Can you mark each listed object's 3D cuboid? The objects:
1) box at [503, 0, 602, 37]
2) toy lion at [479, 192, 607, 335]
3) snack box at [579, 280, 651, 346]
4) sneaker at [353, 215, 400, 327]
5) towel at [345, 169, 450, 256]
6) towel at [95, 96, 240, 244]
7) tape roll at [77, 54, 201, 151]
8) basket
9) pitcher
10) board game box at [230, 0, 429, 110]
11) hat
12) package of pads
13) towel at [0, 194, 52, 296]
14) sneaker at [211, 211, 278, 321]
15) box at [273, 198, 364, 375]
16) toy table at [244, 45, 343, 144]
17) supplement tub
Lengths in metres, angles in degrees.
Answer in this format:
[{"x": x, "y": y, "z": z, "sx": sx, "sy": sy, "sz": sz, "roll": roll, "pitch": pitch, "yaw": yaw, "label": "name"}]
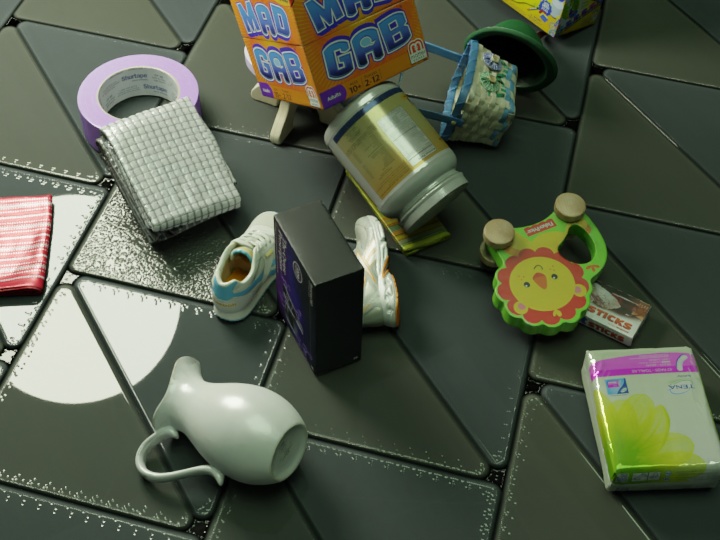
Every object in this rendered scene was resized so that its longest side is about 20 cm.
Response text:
[{"x": 0.349, "y": -0.570, "z": 2.051, "sx": 0.122, "sy": 0.193, "sz": 0.200, "roll": -24, "pitch": 54, "yaw": -34, "label": "box"}, {"x": 0.277, "y": -0.001, "z": 1.645, "sx": 0.199, "sy": 0.069, "sz": 0.192, "roll": -21, "pitch": 61, "yaw": -17, "label": "toy lion"}, {"x": 0.324, "y": 0.039, "z": 1.662, "sx": 0.199, "sy": 0.024, "sz": 0.072, "roll": 26, "pitch": 56, "yaw": 19, "label": "snack box"}, {"x": 0.000, "y": 0.000, "z": 1.657, "sx": 0.092, "sy": 0.076, "sz": 0.201, "roll": -9, "pitch": 50, "yaw": -3, "label": "sneaker"}, {"x": 0.057, "y": -0.105, "z": 1.782, "sx": 0.086, "sy": 0.018, "sz": 0.200, "roll": -19, "pitch": 53, "yaw": -22, "label": "towel"}, {"x": -0.295, "y": -0.152, "z": 1.736, "sx": 0.165, "sy": 0.086, "sz": 0.200, "roll": -24, "pitch": 78, "yaw": -29, "label": "towel"}, {"x": -0.368, "y": -0.272, "z": 1.875, "sx": 0.199, "sy": 0.066, "sz": 0.201, "roll": 0, "pitch": 51, "yaw": -1, "label": "tape roll"}, {"x": 0.158, "y": -0.305, "z": 1.869, "sx": 0.199, "sy": 0.139, "sz": 0.177, "roll": 12, "pitch": 51, "yaw": -4, "label": "basket"}, {"x": -0.183, "y": 0.220, "z": 1.450, "sx": 0.199, "sy": 0.121, "sz": 0.172, "roll": 20, "pitch": 71, "yaw": 28, "label": "pitcher"}, {"x": -0.052, "y": -0.382, "z": 1.692, "sx": 0.200, "sy": 0.201, "sz": 0.200, "roll": -29, "pitch": 28, "yaw": -23, "label": "board game box"}, {"x": 0.281, "y": -0.422, "z": 1.935, "sx": 0.165, "sy": 0.200, "sz": 0.177, "roll": 30, "pitch": 69, "yaw": -14, "label": "hat"}, {"x": 0.392, "y": 0.198, "z": 1.505, "sx": 0.154, "sy": 0.068, "sz": 0.201, "roll": -2, "pitch": 51, "yaw": -2, "label": "package of pads"}, {"x": -0.546, "y": -0.039, "z": 1.703, "sx": 0.144, "sy": 0.023, "sz": 0.201, "roll": -3, "pitch": 50, "yaw": -5, "label": "towel"}, {"x": -0.158, "y": -0.021, "z": 1.662, "sx": 0.076, "sy": 0.081, "sz": 0.200, "roll": 14, "pitch": 50, "yaw": 12, "label": "sneaker"}, {"x": -0.058, "y": 0.026, "z": 1.547, "sx": 0.079, "sy": 0.200, "sz": 0.141, "roll": -21, "pitch": 53, "yaw": -19, "label": "box"}, {"x": -0.099, "y": -0.309, "z": 1.880, "sx": 0.200, "sy": 0.117, "sz": 0.184, "roll": 31, "pitch": 56, "yaw": 23, "label": "toy table"}, {"x": 0.056, "y": -0.170, "z": 1.702, "sx": 0.144, "sy": 0.144, "sz": 0.200, "roll": -36, "pitch": 83, "yaw": -27, "label": "supplement tub"}]
